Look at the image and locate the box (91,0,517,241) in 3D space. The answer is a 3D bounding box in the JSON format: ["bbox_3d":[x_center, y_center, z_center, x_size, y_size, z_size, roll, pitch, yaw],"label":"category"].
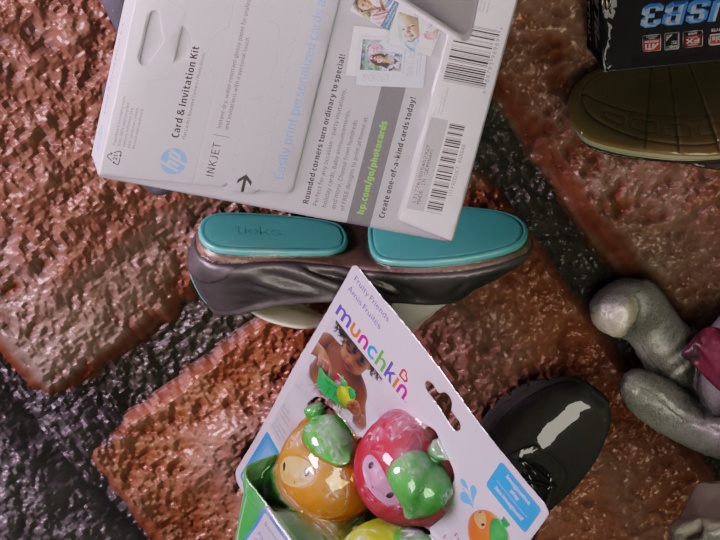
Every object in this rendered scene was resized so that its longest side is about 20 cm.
[{"bbox_3d":[-0.029,-0.109,1.348,0.199,0.041,0.157,9,107,-16],"label":"box"}]

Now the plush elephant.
[{"bbox_3d":[0.242,0.084,1.498,0.164,0.155,0.201,-20,116,2],"label":"plush elephant"}]

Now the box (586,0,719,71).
[{"bbox_3d":[0.223,-0.217,1.412,0.199,0.050,0.200,-6,117,-5],"label":"box"}]

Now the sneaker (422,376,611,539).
[{"bbox_3d":[0.082,0.151,1.545,0.076,0.091,0.200,36,105,-20],"label":"sneaker"}]

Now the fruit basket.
[{"bbox_3d":[0.006,0.129,1.455,0.093,0.186,0.200,-21,152,-36],"label":"fruit basket"}]

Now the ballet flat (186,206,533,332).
[{"bbox_3d":[0.000,0.000,1.480,0.198,0.068,0.069,1,126,3],"label":"ballet flat"}]

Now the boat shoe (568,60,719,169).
[{"bbox_3d":[0.219,-0.084,1.464,0.199,0.072,0.066,-5,151,2],"label":"boat shoe"}]

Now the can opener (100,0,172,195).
[{"bbox_3d":[-0.133,-0.130,1.400,0.067,0.053,0.201,-25,115,3],"label":"can opener"}]

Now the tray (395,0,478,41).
[{"bbox_3d":[0.025,-0.211,1.322,0.107,0.201,0.022,29,141,-20],"label":"tray"}]
